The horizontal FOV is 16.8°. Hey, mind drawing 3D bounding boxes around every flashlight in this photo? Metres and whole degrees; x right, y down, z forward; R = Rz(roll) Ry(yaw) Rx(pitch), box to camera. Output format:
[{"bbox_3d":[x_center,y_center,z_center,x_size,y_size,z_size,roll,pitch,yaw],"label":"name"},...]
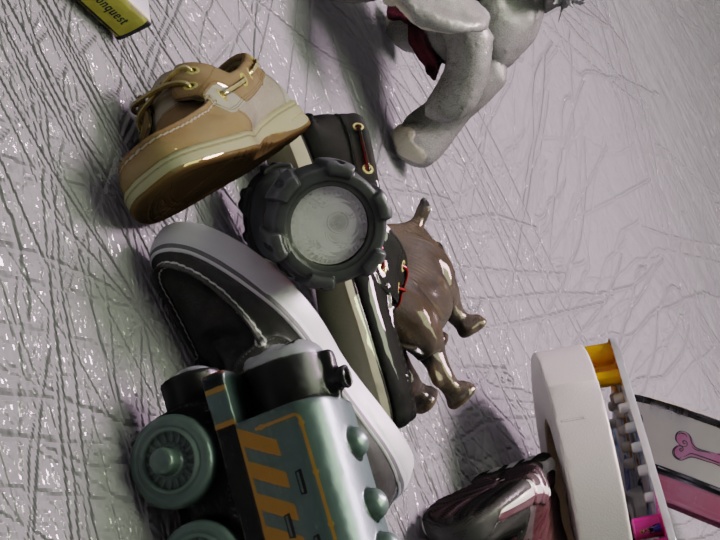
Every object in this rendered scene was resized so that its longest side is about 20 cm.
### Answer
[{"bbox_3d":[-0.032,-0.031,1.312,0.068,0.068,0.200,36,-1,-12],"label":"flashlight"}]

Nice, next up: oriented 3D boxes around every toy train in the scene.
[{"bbox_3d":[-0.034,0.132,1.160,0.085,0.113,0.201,22,49,-65],"label":"toy train"}]

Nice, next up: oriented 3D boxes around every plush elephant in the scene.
[{"bbox_3d":[0.048,-0.198,1.696,0.154,0.200,0.166,31,44,-31],"label":"plush elephant"}]

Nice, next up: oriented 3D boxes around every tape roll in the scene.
[{"bbox_3d":[0.152,0.150,1.653,0.203,0.037,0.204,170,-90,-89],"label":"tape roll"}]

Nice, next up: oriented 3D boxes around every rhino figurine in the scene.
[{"bbox_3d":[0.036,0.014,1.562,0.088,0.060,0.200,50,21,-18],"label":"rhino figurine"}]

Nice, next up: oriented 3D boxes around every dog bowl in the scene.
[{"bbox_3d":[0.295,0.168,1.929,0.200,0.199,0.074,28,82,-62],"label":"dog bowl"}]

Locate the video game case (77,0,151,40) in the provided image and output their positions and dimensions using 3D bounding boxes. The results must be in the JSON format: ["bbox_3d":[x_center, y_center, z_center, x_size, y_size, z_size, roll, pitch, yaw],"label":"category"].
[{"bbox_3d":[-0.178,-0.251,1.320,0.181,0.025,0.201,42,32,-52],"label":"video game case"}]

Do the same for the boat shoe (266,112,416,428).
[{"bbox_3d":[0.001,-0.001,1.448,0.074,0.063,0.203,128,-52,-64],"label":"boat shoe"}]

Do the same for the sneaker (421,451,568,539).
[{"bbox_3d":[0.103,0.186,1.542,0.116,0.075,0.200,72,18,1],"label":"sneaker"}]

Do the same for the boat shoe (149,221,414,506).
[{"bbox_3d":[-0.049,0.064,1.279,0.200,0.070,0.066,53,47,-24],"label":"boat shoe"}]

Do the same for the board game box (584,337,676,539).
[{"bbox_3d":[0.189,0.184,1.690,0.201,0.026,0.201,-101,-178,-47],"label":"board game box"}]

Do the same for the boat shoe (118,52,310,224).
[{"bbox_3d":[-0.091,-0.077,1.317,0.067,0.074,0.200,55,18,0],"label":"boat shoe"}]
